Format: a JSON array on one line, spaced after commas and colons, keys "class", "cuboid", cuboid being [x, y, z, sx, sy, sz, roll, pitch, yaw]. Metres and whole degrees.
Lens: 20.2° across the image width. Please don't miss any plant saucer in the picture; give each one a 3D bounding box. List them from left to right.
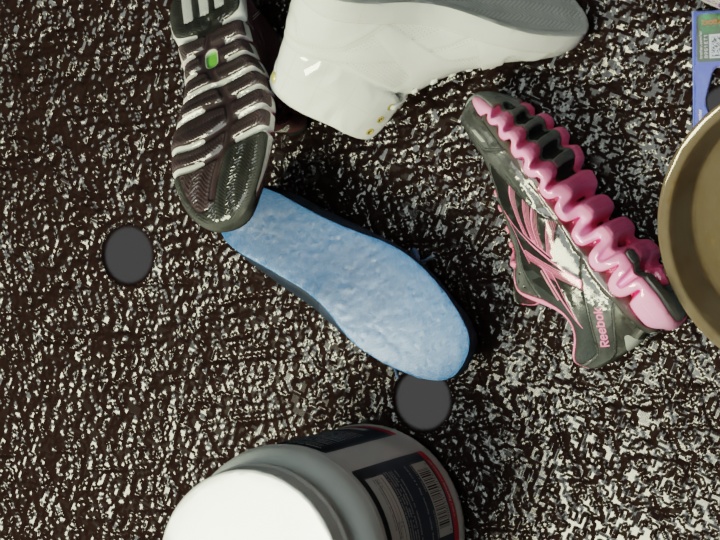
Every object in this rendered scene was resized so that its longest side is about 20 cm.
[{"class": "plant saucer", "cuboid": [0.277, -0.024, 1.213, 0.198, 0.029, 0.202, 9, 115, 19]}]

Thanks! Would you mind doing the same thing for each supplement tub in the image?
[{"class": "supplement tub", "cuboid": [-0.027, 0.176, 1.291, 0.139, 0.200, 0.142, 1, 92, 24]}]

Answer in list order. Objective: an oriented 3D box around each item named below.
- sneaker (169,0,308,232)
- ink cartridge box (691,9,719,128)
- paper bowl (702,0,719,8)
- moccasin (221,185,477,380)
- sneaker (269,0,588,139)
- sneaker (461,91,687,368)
[{"class": "sneaker", "cuboid": [-0.067, -0.098, 1.338, 0.075, 0.115, 0.202, -18, 57, 24]}, {"class": "ink cartridge box", "cuboid": [0.294, -0.107, 1.228, 0.198, 0.042, 0.121, 0, 91, 26]}, {"class": "paper bowl", "cuboid": [0.250, -0.250, 1.201, 0.199, 0.104, 0.203, -2, 86, 24]}, {"class": "moccasin", "cuboid": [0.000, 0.000, 1.348, 0.200, 0.068, 0.081, 39, 98, 17]}, {"class": "sneaker", "cuboid": [0.039, -0.140, 1.299, 0.116, 0.198, 0.074, 114, 152, -41]}, {"class": "sneaker", "cuboid": [0.118, -0.023, 1.296, 0.095, 0.079, 0.201, -45, 73, 30]}]
